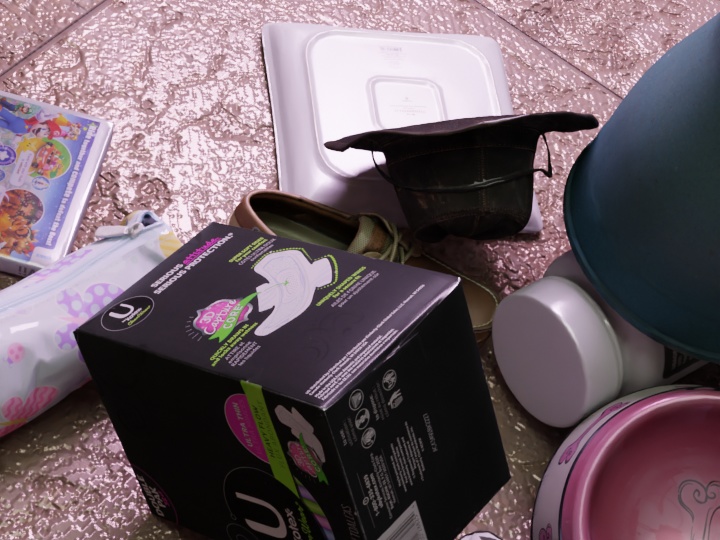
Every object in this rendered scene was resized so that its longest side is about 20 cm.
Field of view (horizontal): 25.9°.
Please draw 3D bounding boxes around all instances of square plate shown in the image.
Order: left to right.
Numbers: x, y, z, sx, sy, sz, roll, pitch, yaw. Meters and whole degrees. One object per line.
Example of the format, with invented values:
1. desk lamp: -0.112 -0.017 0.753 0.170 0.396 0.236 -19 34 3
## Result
1. square plate: 0.031 -0.117 1.191 0.199 0.028 0.199 2 54 -15

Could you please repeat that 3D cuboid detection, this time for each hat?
1. hat: 0.071 -0.059 1.056 0.200 0.200 0.081 -7 92 -21

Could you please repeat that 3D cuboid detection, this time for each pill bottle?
1. pill bottle: 0.195 0.024 1.077 0.200 0.114 0.114 -23 63 -29

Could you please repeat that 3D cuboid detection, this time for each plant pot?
1. plant pot: 0.253 -0.074 0.974 0.199 0.188 0.201 8 54 -12

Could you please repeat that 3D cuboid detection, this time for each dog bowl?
1. dog bowl: 0.207 0.162 0.956 0.199 0.074 0.201 0 75 -1

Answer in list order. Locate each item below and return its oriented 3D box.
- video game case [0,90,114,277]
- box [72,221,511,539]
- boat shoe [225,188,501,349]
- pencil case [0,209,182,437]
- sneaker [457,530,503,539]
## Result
1. video game case: -0.285 -0.074 1.076 0.199 0.018 0.144 15 51 -4
2. box: -0.039 0.077 0.900 0.200 0.149 0.124 14 42 40
3. boat shoe: 0.000 0.000 1.065 0.199 0.074 0.076 17 52 -3
4. pencil case: -0.194 0.038 0.973 0.200 0.091 0.083 -32 68 -32
5. sneaker: 0.022 0.202 0.936 0.200 0.115 0.076 0 95 13
